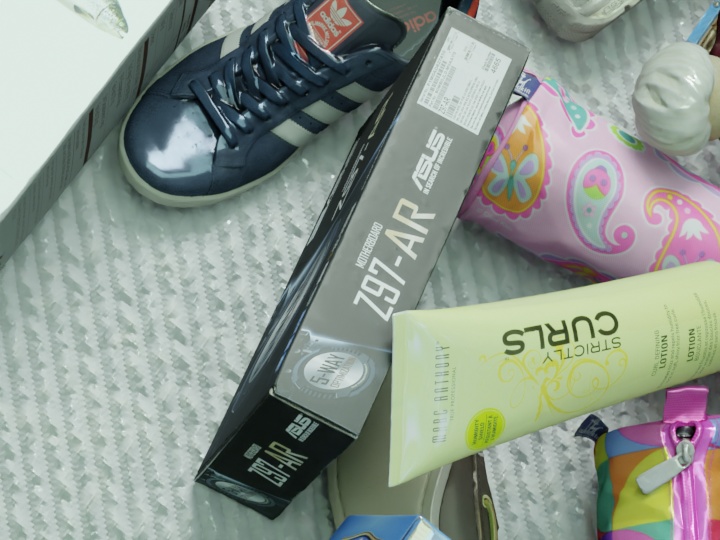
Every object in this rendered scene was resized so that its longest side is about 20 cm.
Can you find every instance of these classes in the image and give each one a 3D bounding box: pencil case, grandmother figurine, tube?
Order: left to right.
[{"bbox_3d":[0.089,0.039,1.293,0.199,0.052,0.058,-12,70,-38],"label":"tube"},{"bbox_3d":[0.143,-0.018,1.407,0.199,0.087,0.088,31,68,0],"label":"pencil case"},{"bbox_3d":[0.148,0.160,1.349,0.088,0.088,0.201,1,72,-13],"label":"pencil case"},{"bbox_3d":[0.201,-0.096,1.415,0.199,0.060,0.122,-18,95,-43],"label":"grandmother figurine"}]

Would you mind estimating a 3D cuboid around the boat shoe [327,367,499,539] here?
[{"bbox_3d":[0.031,0.119,1.346,0.059,0.072,0.201,32,45,-44],"label":"boat shoe"}]

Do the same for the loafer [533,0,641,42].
[{"bbox_3d":[0.160,-0.193,1.477,0.200,0.070,0.070,-37,92,-21],"label":"loafer"}]

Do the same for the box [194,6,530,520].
[{"bbox_3d":[0.000,0.000,1.325,0.043,0.160,0.201,27,69,-6],"label":"box"}]

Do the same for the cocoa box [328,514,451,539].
[{"bbox_3d":[0.047,0.208,1.203,0.200,0.133,0.131,39,79,-7],"label":"cocoa box"}]

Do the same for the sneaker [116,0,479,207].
[{"bbox_3d":[-0.026,-0.102,1.393,0.199,0.085,0.075,-33,82,-21],"label":"sneaker"}]

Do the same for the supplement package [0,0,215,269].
[{"bbox_3d":[-0.155,-0.110,1.333,0.117,0.117,0.200,36,76,2],"label":"supplement package"}]

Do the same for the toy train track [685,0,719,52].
[{"bbox_3d":[0.207,-0.147,1.461,0.032,0.115,0.200,33,84,28],"label":"toy train track"}]
